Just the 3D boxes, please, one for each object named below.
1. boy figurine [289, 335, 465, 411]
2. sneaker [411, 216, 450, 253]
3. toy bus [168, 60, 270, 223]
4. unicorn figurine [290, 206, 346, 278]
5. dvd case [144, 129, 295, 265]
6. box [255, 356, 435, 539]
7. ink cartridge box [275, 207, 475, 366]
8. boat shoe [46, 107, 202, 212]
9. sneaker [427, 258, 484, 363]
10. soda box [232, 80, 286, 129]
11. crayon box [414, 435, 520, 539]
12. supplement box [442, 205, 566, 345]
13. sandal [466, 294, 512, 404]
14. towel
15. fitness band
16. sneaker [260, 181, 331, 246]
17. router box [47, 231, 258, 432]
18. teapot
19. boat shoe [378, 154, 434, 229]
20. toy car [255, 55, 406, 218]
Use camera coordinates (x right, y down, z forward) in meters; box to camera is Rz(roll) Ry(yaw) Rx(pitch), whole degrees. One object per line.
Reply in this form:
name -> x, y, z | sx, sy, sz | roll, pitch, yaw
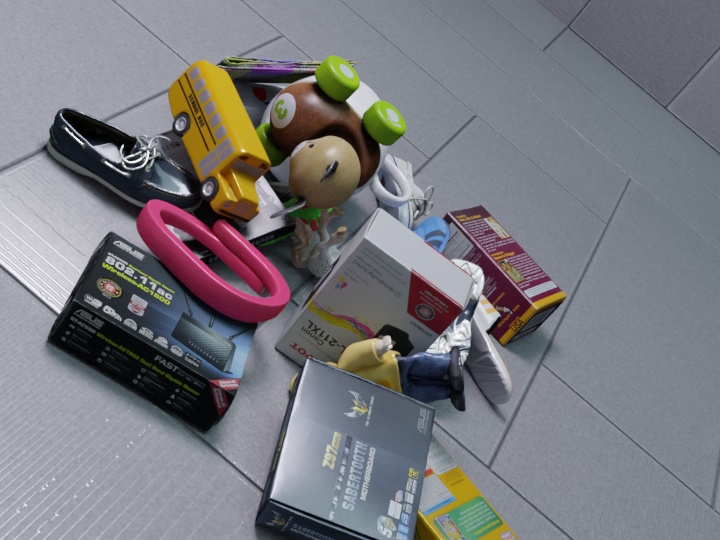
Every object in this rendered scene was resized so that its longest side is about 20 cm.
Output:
boy figurine -> 0.018, 0.124, 1.476 | 0.200, 0.124, 0.064 | -3, 41, -1
sneaker -> 0.070, -0.030, 1.828 | 0.078, 0.066, 0.200 | 40, 39, -10
toy bus -> -0.170, -0.156, 1.577 | 0.065, 0.078, 0.200 | 23, 35, -52
unicorn figurine -> 0.000, 0.000, 1.687 | 0.200, 0.137, 0.074 | 28, 37, 9
dvd case -> -0.194, -0.101, 1.610 | 0.150, 0.025, 0.200 | -22, 60, -24
box -> -0.012, 0.202, 1.361 | 0.158, 0.051, 0.200 | 23, 44, -7
ink cartridge box -> 0.016, 0.051, 1.530 | 0.146, 0.200, 0.083 | 36, 31, -6
boat shoe -> -0.278, -0.135, 1.556 | 0.200, 0.062, 0.075 | 28, 45, -2
sneaker -> 0.098, 0.092, 1.707 | 0.079, 0.130, 0.199 | 17, 67, -2
soda box -> -0.137, -0.228, 1.894 | 0.200, 0.068, 0.064 | -2, 48, -51
crayon box -> 0.081, 0.266, 1.450 | 0.200, 0.052, 0.126 | 49, 29, 19
supplement box -> 0.197, 0.004, 1.939 | 0.200, 0.086, 0.110 | 49, 30, 16
sandal -> 0.168, 0.091, 1.781 | 0.059, 0.079, 0.207 | -11, 62, -31
towel -> -0.120, -0.282, 1.823 | 0.200, 0.023, 0.144 | -2, 2, -19
fitness band -> -0.168, -0.012, 1.466 | 0.200, 0.037, 0.144 | 41, 20, 20
sneaker -> -0.125, -0.077, 1.704 | 0.200, 0.077, 0.084 | -5, 16, -45
router box -> -0.215, 0.063, 1.378 | 0.200, 0.062, 0.150 | 33, 27, -13
teapot -> -0.040, -0.164, 1.801 | 0.200, 0.197, 0.146 | -14, 50, -2
boat shoe -> 0.074, -0.108, 1.963 | 0.086, 0.075, 0.202 | 11, 29, -15
toy car -> -0.057, -0.136, 1.579 | 0.158, 0.164, 0.200 | 42, 30, -13
